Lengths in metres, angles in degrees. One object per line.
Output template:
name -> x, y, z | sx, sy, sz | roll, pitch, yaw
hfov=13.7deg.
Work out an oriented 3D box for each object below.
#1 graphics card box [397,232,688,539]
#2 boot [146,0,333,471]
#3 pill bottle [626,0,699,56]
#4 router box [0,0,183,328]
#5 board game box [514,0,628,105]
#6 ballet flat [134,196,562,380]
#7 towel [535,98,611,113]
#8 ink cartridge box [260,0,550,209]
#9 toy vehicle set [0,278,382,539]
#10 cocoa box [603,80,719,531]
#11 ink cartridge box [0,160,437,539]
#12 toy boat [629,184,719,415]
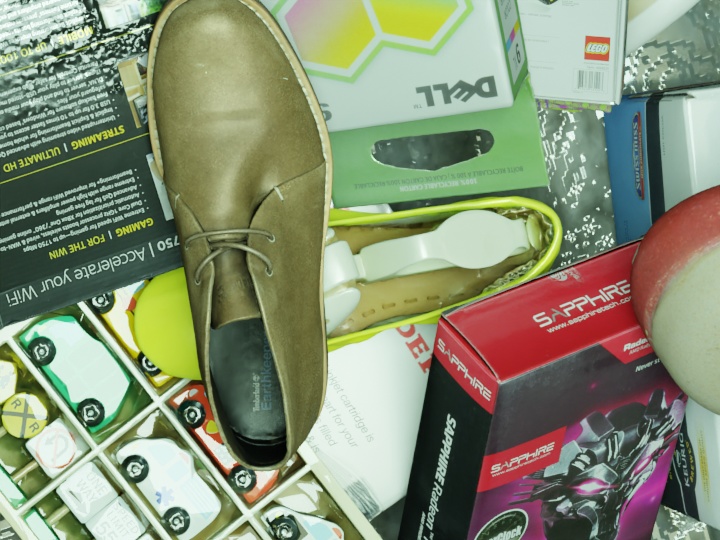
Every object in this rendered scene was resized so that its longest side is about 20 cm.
graphics card box -> 0.082, 0.087, 1.349 | 0.125, 0.051, 0.201 | -20, 140, -31
boot -> -0.046, -0.016, 1.216 | 0.073, 0.076, 0.201 | -7, 105, 5
pill bottle -> 0.083, -0.201, 1.375 | 0.111, 0.111, 0.200 | -43, 99, -5
router box -> -0.138, -0.060, 1.252 | 0.199, 0.051, 0.150 | -18, 107, -7
board game box -> 0.020, -0.144, 1.308 | 0.199, 0.035, 0.127 | 6, 114, 9
ballet flat -> 0.000, 0.000, 1.299 | 0.199, 0.067, 0.067 | -11, 83, -24
towel -> 0.022, -0.149, 1.337 | 0.199, 0.023, 0.144 | 9, 114, 8
ink cartridge box -> 0.011, -0.114, 1.268 | 0.103, 0.059, 0.201 | -7, 110, 14
toy vehicle set -> -0.087, 0.096, 1.317 | 0.124, 0.027, 0.200 | -39, 96, -5
cocoa box -> 0.200, 0.009, 1.398 | 0.132, 0.131, 0.201 | -7, 94, -12
ink cartridge box -> -0.053, 0.060, 1.379 | 0.199, 0.084, 0.145 | -34, 98, -7
toy boat -> 0.201, -0.024, 1.278 | 0.199, 0.131, 0.131 | -15, 58, -24
